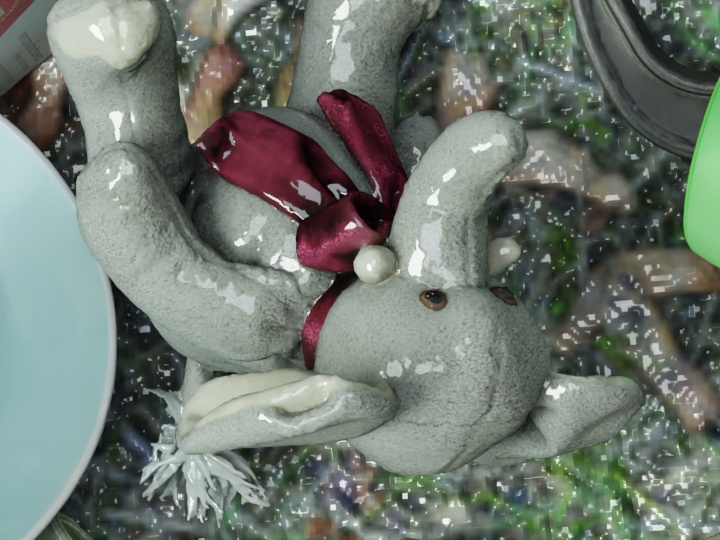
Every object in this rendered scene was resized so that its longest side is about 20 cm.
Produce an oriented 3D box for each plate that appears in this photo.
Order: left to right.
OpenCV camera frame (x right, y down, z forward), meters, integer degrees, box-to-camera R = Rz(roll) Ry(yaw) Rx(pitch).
[{"bbox_3d":[-0.179,0.022,0.883,0.199,0.026,0.201,6,66,-13],"label":"plate"}]

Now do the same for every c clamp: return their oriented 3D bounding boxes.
[{"bbox_3d":[0.149,-0.139,0.918,0.200,0.027,0.171,-35,98,15],"label":"c clamp"}]

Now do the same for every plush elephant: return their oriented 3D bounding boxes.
[{"bbox_3d":[0.000,0.000,0.863,0.154,0.164,0.201,14,102,42],"label":"plush elephant"}]

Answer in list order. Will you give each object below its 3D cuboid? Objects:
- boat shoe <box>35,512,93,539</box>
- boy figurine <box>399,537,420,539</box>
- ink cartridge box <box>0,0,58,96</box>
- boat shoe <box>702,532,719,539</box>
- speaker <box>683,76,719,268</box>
[{"bbox_3d":[-0.050,0.135,0.874,0.062,0.072,0.200,-50,58,1],"label":"boat shoe"},{"bbox_3d":[0.006,0.190,0.896,0.124,0.064,0.201,15,87,12],"label":"boy figurine"},{"bbox_3d":[-0.077,-0.151,0.906,0.200,0.116,0.068,-40,84,-3],"label":"ink cartridge box"},{"bbox_3d":[0.097,0.153,0.854,0.064,0.072,0.200,14,39,38],"label":"boat shoe"},{"bbox_3d":[0.209,-0.015,0.870,0.199,0.088,0.089,17,84,19],"label":"speaker"}]
